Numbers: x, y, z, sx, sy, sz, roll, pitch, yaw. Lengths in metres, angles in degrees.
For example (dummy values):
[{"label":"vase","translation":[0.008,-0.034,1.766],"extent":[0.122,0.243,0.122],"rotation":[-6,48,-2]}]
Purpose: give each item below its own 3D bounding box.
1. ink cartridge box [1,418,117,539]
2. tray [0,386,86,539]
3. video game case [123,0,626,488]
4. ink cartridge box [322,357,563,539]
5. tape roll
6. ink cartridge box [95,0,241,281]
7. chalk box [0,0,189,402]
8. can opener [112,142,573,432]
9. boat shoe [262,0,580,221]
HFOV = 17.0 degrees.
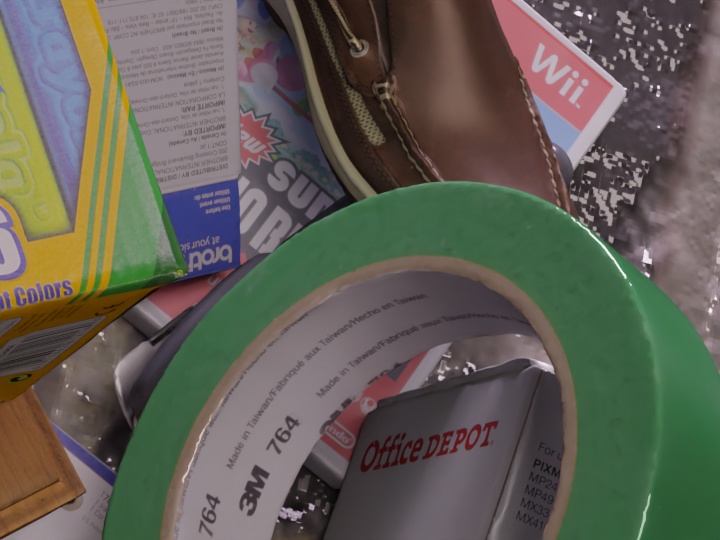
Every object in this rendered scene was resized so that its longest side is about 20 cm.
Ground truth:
[{"label":"ink cartridge box","translation":[-0.157,0.131,0.781],"extent":[0.099,0.039,0.200],"rotation":[40,67,-6]},{"label":"tray","translation":[-0.174,0.003,0.742],"extent":[0.098,0.037,0.201],"rotation":[-26,88,-37]},{"label":"video game case","translation":[-0.006,-0.039,0.896],"extent":[0.143,0.017,0.200],"rotation":[39,65,-6]},{"label":"ink cartridge box","translation":[0.031,0.142,0.780],"extent":[0.083,0.146,0.201],"rotation":[25,73,-16]},{"label":"tape roll","translation":[0.012,0.072,0.708],"extent":[0.048,0.200,0.201],"rotation":[36,62,-44]},{"label":"ink cartridge box","translation":[-0.097,-0.090,0.799],"extent":[0.119,0.042,0.201],"rotation":[-14,109,-38]},{"label":"chalk box","translation":[-0.156,-0.061,0.681],"extent":[0.123,0.124,0.201],"rotation":[-14,79,-36]},{"label":"can opener","translation":[0.000,0.000,0.840],"extent":[0.200,0.067,0.053],"rotation":[-38,91,-24]},{"label":"boat shoe","translation":[0.016,-0.081,0.829],"extent":[0.074,0.075,0.203],"rotation":[-16,59,-29]}]
